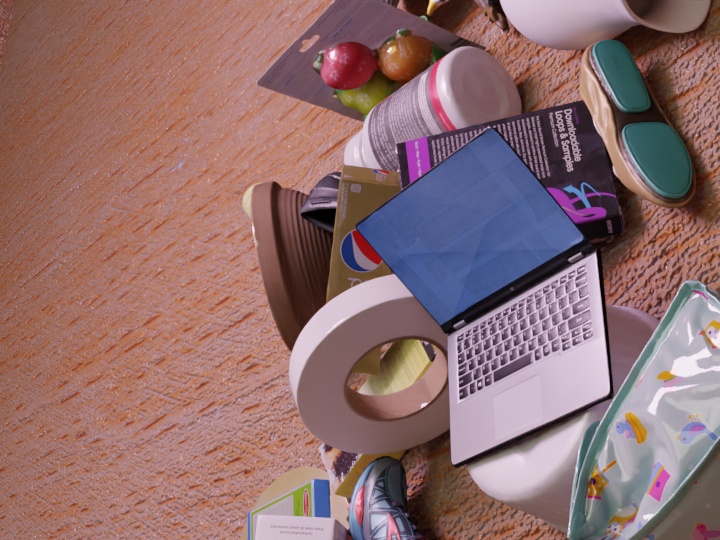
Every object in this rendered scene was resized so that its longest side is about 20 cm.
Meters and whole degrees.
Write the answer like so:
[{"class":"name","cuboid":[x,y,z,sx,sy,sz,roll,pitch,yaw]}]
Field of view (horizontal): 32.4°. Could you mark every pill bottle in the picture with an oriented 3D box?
[{"class":"pill bottle","cuboid":[0.071,-0.150,1.342,0.199,0.110,0.112,-29,49,47]}]

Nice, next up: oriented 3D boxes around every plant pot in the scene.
[{"class":"plant pot","cuboid":[-0.057,-0.012,1.442,0.092,0.202,0.203,-13,51,7]}]

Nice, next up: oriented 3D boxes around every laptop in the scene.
[{"class":"laptop","cuboid":[0.093,0.028,1.009,0.187,0.115,0.202,-34,46,45]}]

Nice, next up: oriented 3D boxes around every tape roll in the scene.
[{"class":"tape roll","cuboid":[0.032,0.092,1.179,0.204,0.201,0.037,-54,34,24]}]

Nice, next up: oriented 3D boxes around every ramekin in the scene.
[{"class":"ramekin","cuboid":[0.170,0.115,1.043,0.200,0.097,0.203,-35,45,44]}]

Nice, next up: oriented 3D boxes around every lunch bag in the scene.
[{"class":"lunch bag","cuboid":[0.245,0.134,0.838,0.201,0.169,0.122,-60,33,10]}]

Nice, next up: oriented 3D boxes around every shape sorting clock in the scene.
[{"class":"shape sorting clock","cuboid":[-0.073,0.317,1.367,0.199,0.039,0.202,-30,50,42]}]

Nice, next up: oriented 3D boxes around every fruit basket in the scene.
[{"class":"fruit basket","cuboid":[0.011,-0.238,1.403,0.185,0.198,0.095,-38,44,43]}]

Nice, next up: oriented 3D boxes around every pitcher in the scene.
[{"class":"pitcher","cuboid":[0.199,-0.272,1.151,0.199,0.170,0.123,19,97,58]}]

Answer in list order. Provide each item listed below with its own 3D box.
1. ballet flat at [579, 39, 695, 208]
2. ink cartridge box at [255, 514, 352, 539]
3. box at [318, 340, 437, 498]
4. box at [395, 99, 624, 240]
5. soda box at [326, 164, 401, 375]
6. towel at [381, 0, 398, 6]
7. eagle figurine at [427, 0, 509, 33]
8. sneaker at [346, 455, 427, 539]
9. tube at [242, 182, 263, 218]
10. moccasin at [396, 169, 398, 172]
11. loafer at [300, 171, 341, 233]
[{"class":"ballet flat","cuboid":[0.244,-0.119,1.105,0.063,0.068,0.202,105,159,-50]},{"class":"ink cartridge box","cuboid":[-0.055,0.353,1.202,0.083,0.145,0.202,0,68,13]},{"class":"box","cuboid":[0.032,0.144,1.293,0.201,0.050,0.076,-56,33,21]},{"class":"box","cuboid":[0.137,-0.078,1.162,0.198,0.036,0.144,-13,54,12]},{"class":"soda box","cuboid":[0.000,0.000,1.260,0.068,0.063,0.203,-83,-1,-73]},{"class":"towel","cuboid":[0.058,-0.380,1.475,0.201,0.034,0.194,-71,-1,-52]},{"class":"eagle figurine","cuboid":[0.108,-0.336,1.296,0.150,0.200,0.153,-1,62,26]},{"class":"sneaker","cuboid":[0.045,0.275,1.193,0.095,0.079,0.202,-18,60,32]},{"class":"tube","cuboid":[-0.097,-0.056,1.621,0.200,0.051,0.059,45,152,52]},{"class":"moccasin","cuboid":[0.101,-0.060,1.228,0.201,0.077,0.074,42,105,41]},{"class":"loafer","cuboid":[0.022,-0.045,1.340,0.199,0.069,0.070,24,56,31]}]
